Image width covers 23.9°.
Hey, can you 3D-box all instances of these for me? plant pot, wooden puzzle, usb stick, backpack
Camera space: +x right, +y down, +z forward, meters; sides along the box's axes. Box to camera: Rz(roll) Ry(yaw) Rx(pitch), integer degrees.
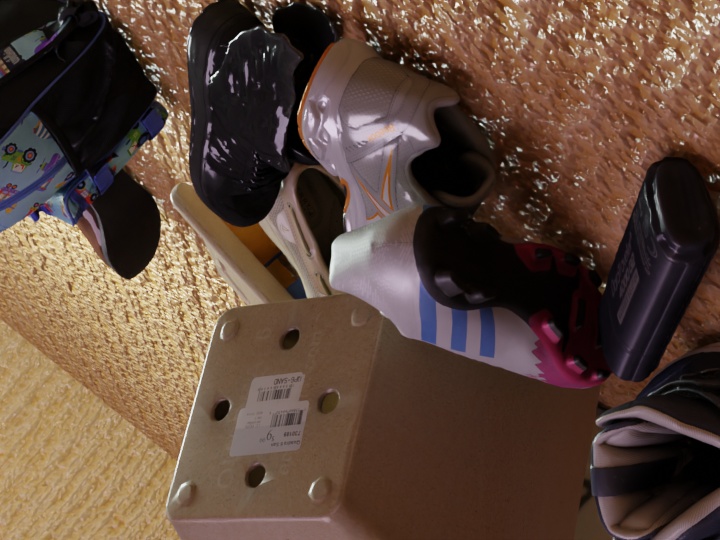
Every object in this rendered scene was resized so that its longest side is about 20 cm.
[{"bbox_3d":[0.002,0.115,1.016,0.198,0.202,0.177,-7,148,39],"label":"plant pot"},{"bbox_3d":[-0.059,0.022,1.339,0.185,0.046,0.200,47,174,22],"label":"wooden puzzle"},{"bbox_3d":[0.144,0.004,0.838,0.200,0.032,0.056,86,176,-70],"label":"usb stick"},{"bbox_3d":[-0.263,-0.100,1.219,0.182,0.201,0.135,24,159,42],"label":"backpack"}]

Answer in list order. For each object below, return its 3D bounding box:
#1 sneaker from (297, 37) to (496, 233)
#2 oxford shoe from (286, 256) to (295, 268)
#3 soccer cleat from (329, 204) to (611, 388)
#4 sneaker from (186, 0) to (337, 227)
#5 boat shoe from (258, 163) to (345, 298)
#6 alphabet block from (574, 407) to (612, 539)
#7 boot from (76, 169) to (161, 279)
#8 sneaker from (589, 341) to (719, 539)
[{"bbox_3d":[0.038,-0.039,0.924,0.091,0.076,0.200,21,160,31],"label":"sneaker"},{"bbox_3d":[0.015,0.048,1.215,0.200,0.074,0.071,41,165,-5],"label":"oxford shoe"},{"bbox_3d":[0.063,0.014,0.914,0.086,0.071,0.199,-8,155,38],"label":"soccer cleat"},{"bbox_3d":[-0.051,-0.081,0.987,0.104,0.060,0.201,37,148,31],"label":"sneaker"},{"bbox_3d":[0.000,0.000,1.130,0.201,0.072,0.065,54,161,-27],"label":"boat shoe"},{"bbox_3d":[0.159,0.232,1.158,0.195,0.200,0.197,29,162,35],"label":"alphabet block"},{"bbox_3d":[-0.282,-0.091,1.548,0.199,0.069,0.189,30,162,36],"label":"boot"},{"bbox_3d":[0.155,0.085,0.836,0.202,0.145,0.078,-12,91,65],"label":"sneaker"}]
